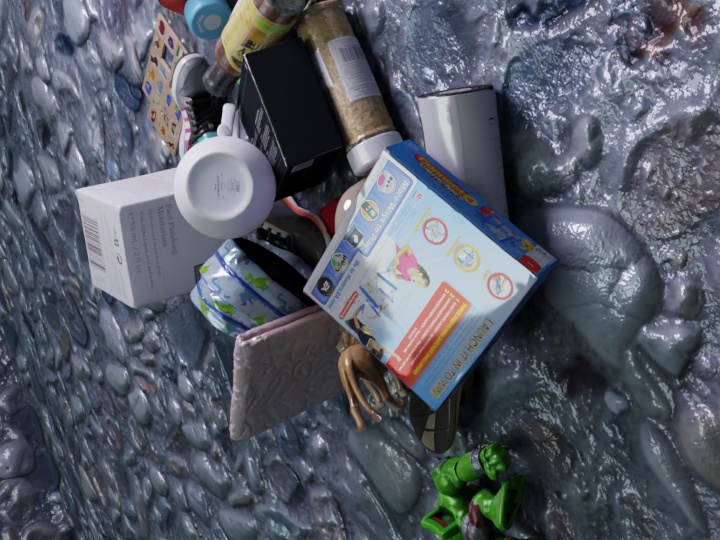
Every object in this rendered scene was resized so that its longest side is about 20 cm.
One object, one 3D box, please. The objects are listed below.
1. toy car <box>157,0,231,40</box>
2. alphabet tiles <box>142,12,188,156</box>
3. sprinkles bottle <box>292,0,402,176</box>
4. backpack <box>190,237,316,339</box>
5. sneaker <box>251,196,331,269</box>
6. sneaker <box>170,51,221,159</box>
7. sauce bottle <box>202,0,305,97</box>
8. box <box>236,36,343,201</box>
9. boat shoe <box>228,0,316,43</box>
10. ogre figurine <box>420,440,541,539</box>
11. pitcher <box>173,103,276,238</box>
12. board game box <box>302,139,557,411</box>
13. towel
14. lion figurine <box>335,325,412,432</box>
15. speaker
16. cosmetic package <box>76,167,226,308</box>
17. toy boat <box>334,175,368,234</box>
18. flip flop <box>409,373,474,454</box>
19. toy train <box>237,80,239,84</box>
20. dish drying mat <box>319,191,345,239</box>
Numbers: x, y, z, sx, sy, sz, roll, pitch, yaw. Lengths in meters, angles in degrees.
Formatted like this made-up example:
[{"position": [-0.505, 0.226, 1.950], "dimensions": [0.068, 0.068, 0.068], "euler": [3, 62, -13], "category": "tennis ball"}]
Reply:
[{"position": [-0.277, -0.419, 1.150], "dimensions": [0.185, 0.199, 0.177], "euler": [65, 147, 33], "category": "toy car"}, {"position": [-0.312, -0.292, 1.456], "dimensions": [0.167, 0.008, 0.200], "euler": [55, 142, 21], "category": "alphabet tiles"}, {"position": [-0.013, -0.215, 1.038], "dimensions": [0.068, 0.068, 0.201], "euler": [-30, 81, 54], "category": "sprinkles bottle"}, {"position": [-0.135, 0.036, 1.187], "dimensions": [0.163, 0.153, 0.200], "euler": [49, 170, 25], "category": "backpack"}, {"position": [-0.111, -0.054, 1.226], "dimensions": [0.200, 0.082, 0.077], "euler": [45, 144, 35], "category": "sneaker"}, {"position": [-0.228, -0.212, 1.311], "dimensions": [0.121, 0.083, 0.201], "euler": [45, 146, 39], "category": "sneaker"}, {"position": [-0.135, -0.278, 1.064], "dimensions": [0.200, 0.065, 0.065], "euler": [-36, 76, 53], "category": "sauce bottle"}, {"position": [-0.093, -0.181, 1.096], "dimensions": [0.142, 0.079, 0.200], "euler": [66, 168, 2], "category": "box"}, {"position": [-0.081, -0.354, 1.077], "dimensions": [0.093, 0.075, 0.200], "euler": [35, 128, 0], "category": "boat shoe"}, {"position": [0.141, 0.291, 1.039], "dimensions": [0.120, 0.098, 0.201], "euler": [5, 132, 46], "category": "ogre figurine"}, {"position": [-0.166, -0.127, 1.090], "dimensions": [0.200, 0.120, 0.173], "euler": [-122, 28, -85], "category": "pitcher"}, {"position": [0.064, 0.006, 0.900], "dimensions": [0.196, 0.056, 0.200], "euler": [41, 124, 14], "category": "board game box"}, {"position": [-0.089, 0.127, 1.180], "dimensions": [0.032, 0.190, 0.201], "euler": [45, 143, 33], "category": "towel"}, {"position": [0.007, 0.114, 1.069], "dimensions": [0.200, 0.072, 0.123], "euler": [-26, -90, -86], "category": "lion figurine"}, {"position": [0.112, -0.087, 0.919], "dimensions": [0.081, 0.081, 0.201], "euler": [10, 114, 51], "category": "speaker"}, {"position": [-0.317, -0.059, 1.405], "dimensions": [0.165, 0.199, 0.166], "euler": [19, 121, 48], "category": "cosmetic package"}, {"position": [0.048, -0.012, 1.029], "dimensions": [0.130, 0.131, 0.201], "euler": [7, 114, 21], "category": "toy boat"}, {"position": [0.107, 0.125, 1.054], "dimensions": [0.081, 0.057, 0.201], "euler": [20, 106, 53], "category": "flip flop"}, {"position": [-0.131, -0.330, 1.166], "dimensions": [0.056, 0.042, 0.201], "euler": [28, 126, 26], "category": "toy train"}, {"position": [0.000, 0.000, 1.163], "dimensions": [0.077, 0.018, 0.201], "euler": [-30, 82, 56], "category": "dish drying mat"}]
